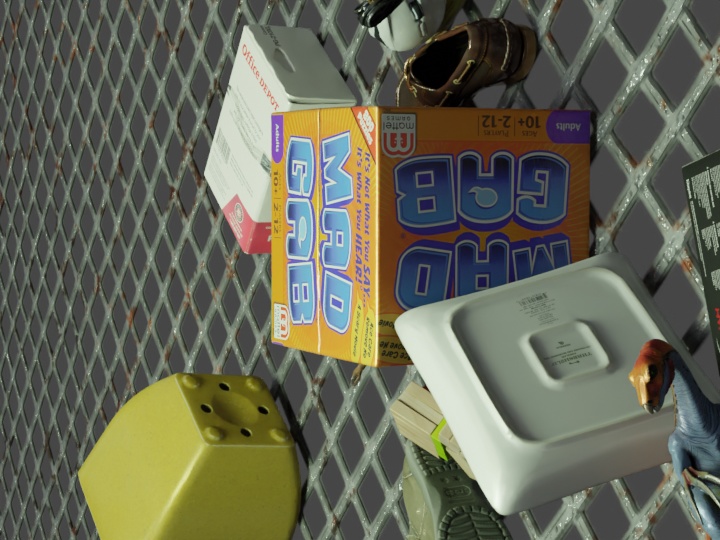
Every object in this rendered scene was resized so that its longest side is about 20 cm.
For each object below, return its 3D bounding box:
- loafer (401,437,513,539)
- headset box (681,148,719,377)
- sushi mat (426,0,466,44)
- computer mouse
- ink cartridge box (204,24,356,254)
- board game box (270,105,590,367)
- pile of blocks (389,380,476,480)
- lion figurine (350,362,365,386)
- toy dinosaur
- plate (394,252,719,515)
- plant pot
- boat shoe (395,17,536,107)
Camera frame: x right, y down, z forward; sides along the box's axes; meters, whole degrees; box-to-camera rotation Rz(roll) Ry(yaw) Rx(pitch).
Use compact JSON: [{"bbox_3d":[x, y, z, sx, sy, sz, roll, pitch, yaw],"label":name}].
[{"bbox_3d":[0.085,0.236,1.485,0.200,0.075,0.070,-107,25,-44],"label":"loafer"},{"bbox_3d":[0.303,-0.024,1.044,0.200,0.077,0.150,-29,67,58],"label":"headset box"},{"bbox_3d":[0.094,-0.294,1.486,0.200,0.012,0.096,-53,46,49],"label":"sushi mat"},{"bbox_3d":[0.048,-0.229,1.446,0.044,0.109,0.200,55,179,5],"label":"computer mouse"},{"bbox_3d":[-0.088,-0.140,1.762,0.145,0.084,0.201,60,142,42],"label":"ink cartridge box"},{"bbox_3d":[0.054,-0.033,1.378,0.200,0.199,0.201,6,97,63],"label":"board game box"},{"bbox_3d":[0.113,0.143,1.443,0.200,0.082,0.062,21,66,47],"label":"pile of blocks"},{"bbox_3d":[0.000,0.000,1.617,0.123,0.072,0.201,-71,-15,-68],"label":"lion figurine"},{"bbox_3d":[0.222,0.131,1.098,0.182,0.105,0.200,55,150,1],"label":"toy dinosaur"},{"bbox_3d":[0.150,0.069,1.208,0.032,0.199,0.200,90,159,-46],"label":"plate"},{"bbox_3d":[-0.175,0.224,1.848,0.200,0.195,0.195,-64,39,31],"label":"plant pot"},{"bbox_3d":[0.075,-0.180,1.471,0.200,0.070,0.071,-27,67,61],"label":"boat shoe"}]
